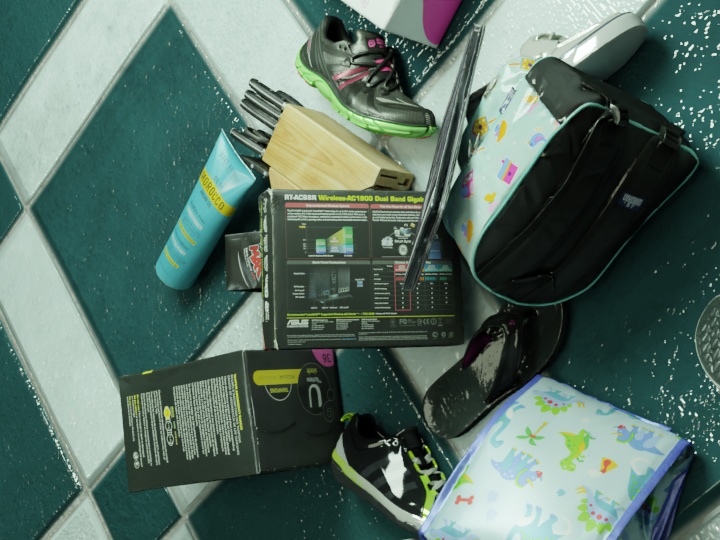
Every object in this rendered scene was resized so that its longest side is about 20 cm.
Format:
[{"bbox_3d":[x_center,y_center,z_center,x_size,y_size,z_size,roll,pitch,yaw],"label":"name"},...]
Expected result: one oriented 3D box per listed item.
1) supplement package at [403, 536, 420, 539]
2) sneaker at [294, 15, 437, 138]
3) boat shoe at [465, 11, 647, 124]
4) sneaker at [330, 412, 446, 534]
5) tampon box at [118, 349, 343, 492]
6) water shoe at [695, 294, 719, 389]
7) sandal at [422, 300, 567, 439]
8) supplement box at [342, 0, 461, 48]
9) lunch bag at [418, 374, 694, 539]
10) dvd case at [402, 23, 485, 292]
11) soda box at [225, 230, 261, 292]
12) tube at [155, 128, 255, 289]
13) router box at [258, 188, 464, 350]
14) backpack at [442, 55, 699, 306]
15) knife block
[{"bbox_3d":[0.055,0.374,1.160,0.113,0.109,0.203,29,105,35],"label":"supplement package"},{"bbox_3d":[0.006,-0.202,1.250,0.200,0.076,0.085,41,116,31],"label":"sneaker"},{"bbox_3d":[0.175,-0.188,1.124,0.199,0.071,0.067,-38,68,38],"label":"boat shoe"},{"bbox_3d":[0.045,0.200,1.201,0.198,0.071,0.084,23,100,36],"label":"sneaker"},{"bbox_3d":[-0.139,0.160,1.298,0.198,0.149,0.129,-14,80,36],"label":"tampon box"},{"bbox_3d":[0.347,0.092,0.974,0.072,0.078,0.200,-58,32,16],"label":"water shoe"},{"bbox_3d":[0.126,0.091,1.157,0.201,0.048,0.076,-52,59,24],"label":"sandal"},{"bbox_3d":[0.010,-0.327,1.237,0.200,0.103,0.102,42,111,33],"label":"supplement box"},{"bbox_3d":[0.179,0.205,1.067,0.168,0.128,0.202,22,72,36],"label":"lunch bag"},{"bbox_3d":[0.076,-0.101,1.094,0.016,0.149,0.203,15,61,0],"label":"dvd case"},{"bbox_3d":[-0.054,-0.013,1.289,0.197,0.070,0.065,-6,84,37],"label":"soda box"},{"bbox_3d":[-0.176,-0.062,1.374,0.078,0.050,0.201,51,130,21],"label":"tube"},{"bbox_3d":[0.000,0.000,1.169,0.062,0.196,0.153,165,105,-72],"label":"router box"},{"bbox_3d":[0.166,-0.075,1.059,0.202,0.174,0.154,-60,40,20],"label":"backpack"},{"bbox_3d":[-0.050,-0.144,1.298,0.198,0.063,0.179,-19,77,36],"label":"knife block"}]
